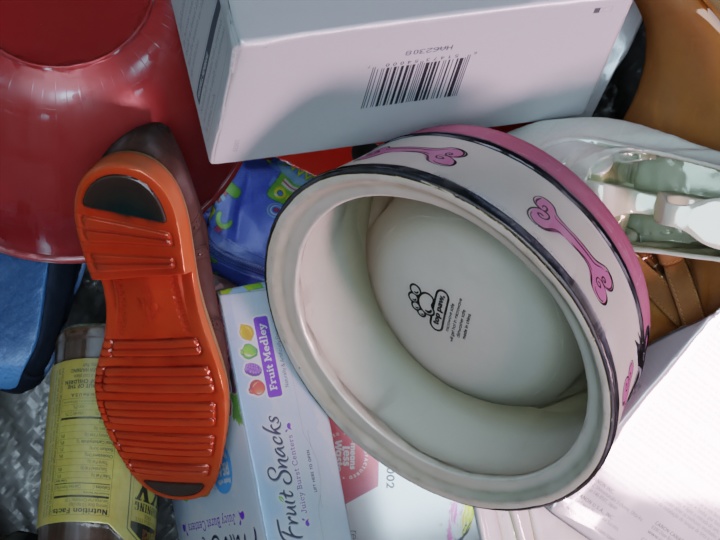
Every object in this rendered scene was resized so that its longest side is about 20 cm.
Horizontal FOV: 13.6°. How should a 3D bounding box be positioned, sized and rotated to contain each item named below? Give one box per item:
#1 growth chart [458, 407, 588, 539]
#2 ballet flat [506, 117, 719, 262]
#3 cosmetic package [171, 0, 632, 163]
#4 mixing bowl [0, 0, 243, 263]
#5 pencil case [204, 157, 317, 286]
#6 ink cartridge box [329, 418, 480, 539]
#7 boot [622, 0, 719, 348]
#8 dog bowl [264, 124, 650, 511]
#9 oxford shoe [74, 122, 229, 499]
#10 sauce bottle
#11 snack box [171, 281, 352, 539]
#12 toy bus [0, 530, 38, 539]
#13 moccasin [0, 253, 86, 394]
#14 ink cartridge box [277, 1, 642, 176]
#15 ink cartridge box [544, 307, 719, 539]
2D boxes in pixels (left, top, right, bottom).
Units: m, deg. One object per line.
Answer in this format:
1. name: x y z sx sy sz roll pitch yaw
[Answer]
1. growth chart: 0.141 0.126 1.599 0.199 0.018 0.146 -12 101 -31
2. ballet flat: 0.143 -0.035 1.474 0.199 0.069 0.070 10 97 17
3. cosmetic package: 0.005 -0.177 1.487 0.198 0.123 0.201 -8 65 -14
4. mixing bowl: -0.152 -0.117 1.558 0.199 0.109 0.201 0 62 0
5. pencil case: 0.000 0.000 1.619 0.199 0.087 0.078 26 121 1
6. ink cartridge box: 0.071 0.131 1.636 0.199 0.068 0.117 1 96 3
7. boot: 0.147 -0.063 1.539 0.155 0.077 0.200 -35 98 10
8. dog bowl: 0.054 0.017 1.478 0.199 0.074 0.201 23 136 24
9. oxford shoe: -0.095 0.022 1.521 0.071 0.073 0.201 4 119 14
10. sauce bottle: -0.137 0.131 1.571 0.064 0.065 0.201 3 74 3
11. snack box: -0.057 0.113 1.588 0.053 0.142 0.201 -9 85 -21
12. toy bus: -0.200 0.264 1.636 0.200 0.136 0.192 39 128 1
13. moccasin: -0.180 -0.032 1.632 0.080 0.068 0.201 13 78 14
14. ink cartridge box: 0.056 -0.125 1.596 0.161 0.050 0.201 26 77 1
15. ink cartridge box: 0.206 0.078 1.557 0.161 0.050 0.200 35 97 -28
